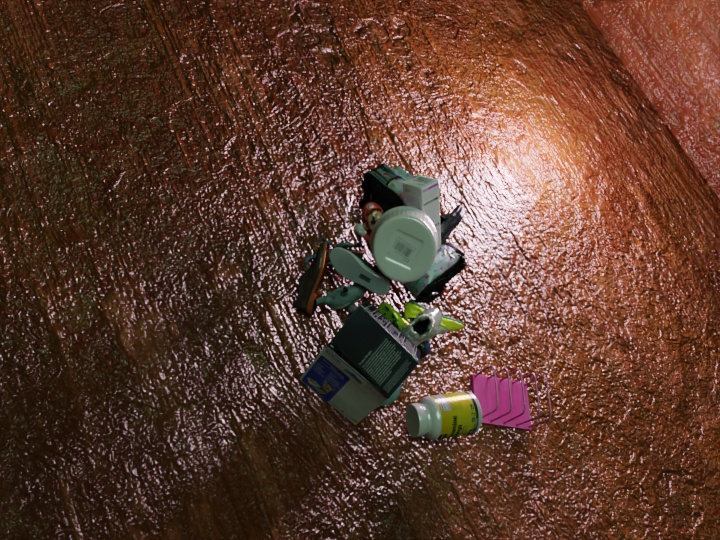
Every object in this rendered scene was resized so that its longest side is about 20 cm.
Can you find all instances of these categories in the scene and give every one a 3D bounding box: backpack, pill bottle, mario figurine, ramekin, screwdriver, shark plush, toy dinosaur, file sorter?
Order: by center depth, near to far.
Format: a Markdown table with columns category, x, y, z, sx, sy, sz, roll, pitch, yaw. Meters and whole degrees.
| category | x | y | z | sx | sy | sz | roll | pitch | yaw |
| --- | --- | --- | --- | --- | --- | --- | --- | --- | --- |
| pill bottle | 0.225 | 0.397 | 1.502 | 0.194 | 0.113 | 0.116 | -1 | 64 | -24 |
| screwdriver | -0.013 | 0.267 | 1.511 | 0.199 | 0.028 | 0.029 | 41 | 27 | 4 |
| ramekin | 0.120 | -0.067 | 1.512 | 0.197 | 0.203 | 0.098 | 33 | 14 | -4 |
| shark plush | -0.059 | 0.062 | 1.539 | 0.196 | 0.083 | 0.093 | 6 | 56 | -43 |
| file sorter | 0.440 | 0.369 | 1.605 | 0.194 | 0.126 | 0.143 | 12 | 59 | -18 |
| mario figurine | 0.059 | -0.106 | 1.608 | 0.122 | 0.105 | 0.206 | -12 | 77 | -50 |
| toy dinosaur | -0.080 | -0.031 | 1.624 | 0.175 | 0.200 | 0.109 | -10 | 79 | 10 |
| backpack | 0.208 | 0.007 | 1.663 | 0.197 | 0.169 | 0.127 | -28 | 66 | -40 |
| backpack | 0.108 | -0.214 | 1.703 | 0.150 | 0.179 | 0.200 | -23 | 51 | -29 |

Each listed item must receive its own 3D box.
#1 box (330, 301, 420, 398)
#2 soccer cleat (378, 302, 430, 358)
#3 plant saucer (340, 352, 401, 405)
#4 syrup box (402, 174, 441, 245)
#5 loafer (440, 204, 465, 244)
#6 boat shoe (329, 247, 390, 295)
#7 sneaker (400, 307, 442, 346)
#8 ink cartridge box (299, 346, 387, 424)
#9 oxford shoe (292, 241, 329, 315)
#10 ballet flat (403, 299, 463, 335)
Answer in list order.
| category | x | y | z | sx | sy | sz | roll | pitch | yaw |
| --- | --- | --- | --- | --- | --- | --- | --- | --- | --- |
| box | 0.043 | 0.192 | 1.389 | 0.198 | 0.200 | 0.124 | 44 | 94 | 7 |
| soccer cleat | 0.127 | 0.173 | 1.616 | 0.200 | 0.065 | 0.083 | 46 | 28 | 8 |
| plant saucer | 0.038 | 0.265 | 1.502 | 0.195 | 0.036 | 0.204 | 20 | 44 | -20 |
| syrup box | 0.179 | -0.164 | 1.595 | 0.080 | 0.206 | 0.078 | -27 | 34 | -34 |
| loafer | 0.286 | -0.162 | 1.842 | 0.070 | 0.068 | 0.201 | 45 | 59 | -7 |
| boat shoe | 0.000 | 0.000 | 1.551 | 0.197 | 0.069 | 0.057 | 35 | 22 | -2 |
| sneaker | 0.184 | 0.154 | 1.544 | 0.078 | 0.100 | 0.199 | 47 | 45 | 8 |
| ink cartridge box | -0.040 | 0.283 | 1.388 | 0.196 | 0.201 | 0.047 | 39 | 46 | 0 |
| oxford shoe | -0.136 | 0.015 | 1.520 | 0.070 | 0.071 | 0.207 | 17 | 90 | 7 |
| ballet flat | 0.216 | 0.155 | 1.661 | 0.195 | 0.067 | 0.069 | 23 | 78 | -8 |
